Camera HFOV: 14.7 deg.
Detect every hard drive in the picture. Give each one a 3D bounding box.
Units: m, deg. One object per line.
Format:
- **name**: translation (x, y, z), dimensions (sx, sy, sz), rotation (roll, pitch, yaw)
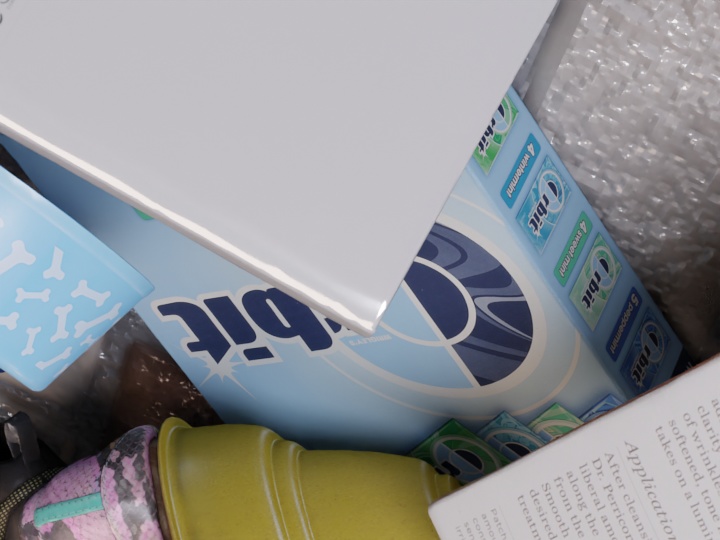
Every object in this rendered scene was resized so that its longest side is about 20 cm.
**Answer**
- **hard drive**: translation (-0.052, -0.087, 0.811), dimensions (0.200, 0.132, 0.027), rotation (29, 172, 0)

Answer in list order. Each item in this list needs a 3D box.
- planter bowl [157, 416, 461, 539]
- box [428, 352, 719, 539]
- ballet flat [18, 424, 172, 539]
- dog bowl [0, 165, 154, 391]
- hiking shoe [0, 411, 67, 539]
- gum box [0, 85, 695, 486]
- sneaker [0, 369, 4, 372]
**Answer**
- **planter bowl**: translation (0.011, 0.124, 0.933), dimensions (0.083, 0.201, 0.201), rotation (-25, 125, 5)
- **box**: translation (0.147, 0.063, 0.807), dimensions (0.200, 0.152, 0.107), rotation (-33, 80, 47)
- **ballet flat**: translation (-0.077, 0.098, 1.023), dimensions (0.071, 0.069, 0.200), rotation (-9, 166, 10)
- **dog bowl**: translation (-0.137, -0.013, 0.906), dimensions (0.111, 0.050, 0.200), rotation (38, 174, -20)
- **hiking shoe**: translation (-0.163, 0.101, 1.145), dimensions (0.200, 0.076, 0.101), rotation (-13, 99, 51)
- **gum box**: translation (0.000, 0.000, 0.938), dimensions (0.170, 0.045, 0.200), rotation (-10, 129, 38)
- **sneaker**: translation (-0.174, 0.052, 1.003), dimensions (0.078, 0.200, 0.089), rotation (30, 102, -6)
